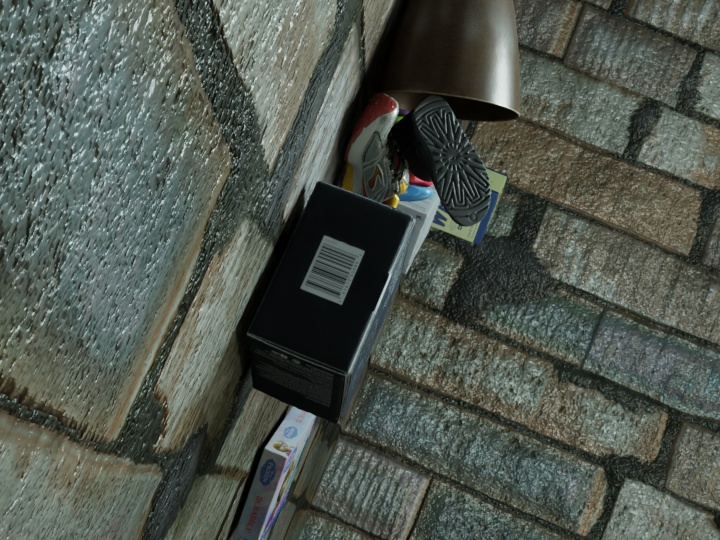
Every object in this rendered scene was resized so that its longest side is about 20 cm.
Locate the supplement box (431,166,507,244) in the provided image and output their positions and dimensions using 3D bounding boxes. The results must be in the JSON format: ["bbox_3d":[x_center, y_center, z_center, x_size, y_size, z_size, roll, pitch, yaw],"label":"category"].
[{"bbox_3d":[0.234,-0.183,2.683,0.200,0.199,0.135,-52,162,-67],"label":"supplement box"}]

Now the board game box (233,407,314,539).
[{"bbox_3d":[-0.140,0.339,1.811,0.200,0.041,0.201,-54,165,-69],"label":"board game box"}]

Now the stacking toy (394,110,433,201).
[{"bbox_3d":[0.061,-0.200,1.557,0.110,0.115,0.202,-28,128,-86],"label":"stacking toy"}]

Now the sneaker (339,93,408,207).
[{"bbox_3d":[0.027,-0.141,1.375,0.200,0.082,0.078,101,12,-58],"label":"sneaker"}]

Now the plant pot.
[{"bbox_3d":[0.122,-0.305,1.400,0.187,0.185,0.202,6,91,-84],"label":"plant pot"}]

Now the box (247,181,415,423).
[{"bbox_3d":[-0.035,0.041,1.264,0.197,0.123,0.201,96,17,-67],"label":"box"}]

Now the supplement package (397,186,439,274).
[{"bbox_3d":[0.061,-0.094,1.815,0.200,0.109,0.114,-56,167,-66],"label":"supplement package"}]

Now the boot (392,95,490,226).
[{"bbox_3d":[0.096,-0.131,1.412,0.200,0.065,0.166,170,-99,-80],"label":"boot"}]
